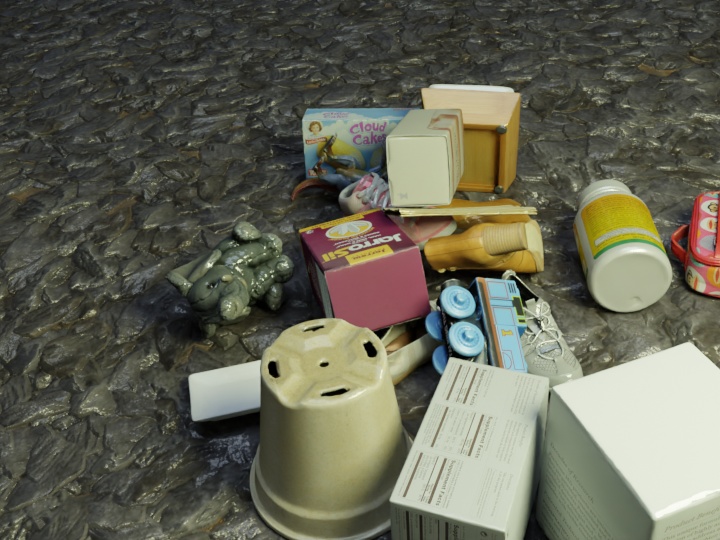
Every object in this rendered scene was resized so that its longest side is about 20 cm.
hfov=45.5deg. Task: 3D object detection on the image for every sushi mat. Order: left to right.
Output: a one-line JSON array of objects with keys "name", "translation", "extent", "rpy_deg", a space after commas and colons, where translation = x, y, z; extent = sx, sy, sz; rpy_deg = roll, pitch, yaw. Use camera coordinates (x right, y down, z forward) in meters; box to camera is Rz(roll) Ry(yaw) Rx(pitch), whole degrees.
[{"name": "sushi mat", "translation": [0.136, -0.082, 1.185], "extent": [0.199, 0.012, 0.096], "rpy_deg": [-2, 6, -14]}]

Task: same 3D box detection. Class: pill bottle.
[{"name": "pill bottle", "translation": [0.367, -0.043, 1.229], "extent": [0.112, 0.113, 0.200], "rpy_deg": [-1, 36, 4]}]

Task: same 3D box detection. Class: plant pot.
[{"name": "plant pot", "translation": [-0.033, 0.161, 0.937], "extent": [0.199, 0.184, 0.201], "rpy_deg": [-2, 36, 2]}]

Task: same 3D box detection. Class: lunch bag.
[{"name": "lunch bag", "translation": [0.541, -0.039, 1.240], "extent": [0.175, 0.082, 0.200], "rpy_deg": [6, 37, 20]}]

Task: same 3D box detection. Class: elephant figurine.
[{"name": "elephant figurine", "translation": [-0.192, 0.024, 1.166], "extent": [0.141, 0.156, 0.200], "rpy_deg": [33, 38, 10]}]

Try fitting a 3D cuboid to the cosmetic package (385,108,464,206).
[{"name": "cosmetic package", "translation": [0.099, -0.169, 1.251], "extent": [0.087, 0.104, 0.200], "rpy_deg": [0, 22, 13]}]

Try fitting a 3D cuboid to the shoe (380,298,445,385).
[{"name": "shoe", "translation": [0.081, 0.082, 1.138], "extent": [0.070, 0.054, 0.200], "rpy_deg": [26, 46, 33]}]

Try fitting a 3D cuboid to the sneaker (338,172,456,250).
[{"name": "sneaker", "translation": [0.045, -0.090, 1.281], "extent": [0.200, 0.105, 0.075], "rpy_deg": [6, 43, 45]}]

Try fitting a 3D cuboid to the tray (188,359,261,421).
[{"name": "tray", "translation": [-0.115, 0.147, 1.086], "extent": [0.199, 0.022, 0.107], "rpy_deg": [-11, 25, -9]}]

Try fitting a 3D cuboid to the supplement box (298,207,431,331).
[{"name": "supplement box", "translation": [0.000, 0.000, 1.167], "extent": [0.130, 0.104, 0.200], "rpy_deg": [-15, 22, -9]}]

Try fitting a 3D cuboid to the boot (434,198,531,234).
[{"name": "boot", "translation": [0.169, -0.087, 1.346], "extent": [0.144, 0.071, 0.201], "rpy_deg": [-23, 49, -25]}]

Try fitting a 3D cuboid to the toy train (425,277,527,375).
[{"name": "toy train", "translation": [0.150, 0.100, 1.049], "extent": [0.114, 0.087, 0.201], "rpy_deg": [3, 55, -16]}]

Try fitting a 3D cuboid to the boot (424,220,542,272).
[{"name": "boot", "translation": [0.175, -0.029, 1.211], "extent": [0.143, 0.071, 0.201], "rpy_deg": [-8, -10, 22]}]

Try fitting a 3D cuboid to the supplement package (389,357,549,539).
[{"name": "supplement package", "translation": [0.115, 0.219, 0.869], "extent": [0.110, 0.156, 0.200], "rpy_deg": [10, 39, 19]}]

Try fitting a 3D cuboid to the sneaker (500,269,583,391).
[{"name": "sneaker", "translation": [0.219, 0.078, 1.107], "extent": [0.074, 0.082, 0.200], "rpy_deg": [-15, 39, -15]}]

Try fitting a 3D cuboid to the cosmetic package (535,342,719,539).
[{"name": "cosmetic package", "translation": [0.287, 0.212, 0.826], "extent": [0.167, 0.201, 0.167], "rpy_deg": [-15, 38, -15]}]

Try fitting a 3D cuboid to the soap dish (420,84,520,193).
[{"name": "soap dish", "translation": [0.179, -0.210, 1.411], "extent": [0.156, 0.200, 0.082], "rpy_deg": [5, 56, 11]}]

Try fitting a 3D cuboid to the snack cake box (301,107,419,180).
[{"name": "snack cake box", "translation": [0.004, -0.217, 1.483], "extent": [0.199, 0.116, 0.067], "rpy_deg": [0, 28, 7]}]

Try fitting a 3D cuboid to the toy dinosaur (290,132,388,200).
[{"name": "toy dinosaur", "translation": [0.013, -0.152, 1.442], "extent": [0.181, 0.200, 0.105], "rpy_deg": [34, 50, -13]}]
